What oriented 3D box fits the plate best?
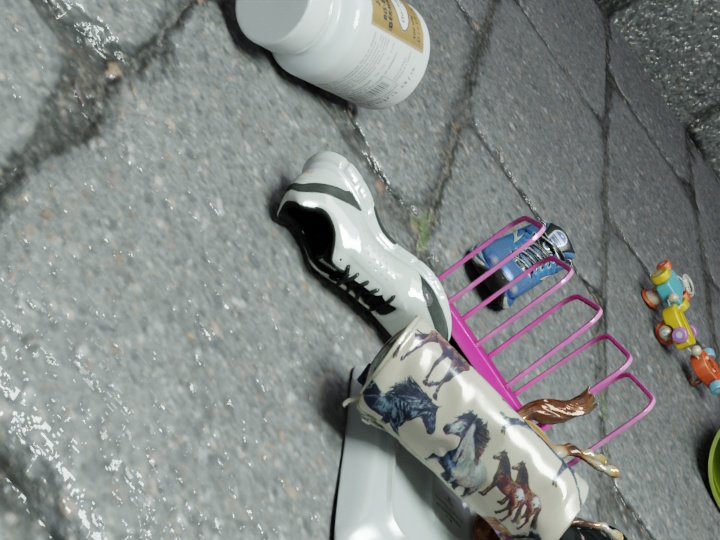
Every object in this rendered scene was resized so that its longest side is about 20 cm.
[{"bbox_3d":[0.059,0.191,0.970,0.200,0.032,0.201,46,27,-24],"label":"plate"}]

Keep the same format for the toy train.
[{"bbox_3d":[0.478,0.087,1.852,0.150,0.055,0.202,34,38,-45],"label":"toy train"}]

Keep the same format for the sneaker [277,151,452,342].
[{"bbox_3d":[0.000,0.000,1.051,0.201,0.073,0.080,52,41,-6],"label":"sneaker"}]

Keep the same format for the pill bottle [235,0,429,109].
[{"bbox_3d":[-0.026,-0.233,1.193,0.199,0.114,0.116,14,49,-57],"label":"pill bottle"}]

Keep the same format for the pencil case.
[{"bbox_3d":[0.082,0.133,0.928,0.200,0.090,0.078,44,2,2],"label":"pencil case"}]

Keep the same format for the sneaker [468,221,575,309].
[{"bbox_3d":[0.183,-0.019,1.372,0.079,0.089,0.200,57,25,0],"label":"sneaker"}]

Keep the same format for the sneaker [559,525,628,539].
[{"bbox_3d":[0.184,0.244,1.085,0.088,0.075,0.199,63,25,4],"label":"sneaker"}]

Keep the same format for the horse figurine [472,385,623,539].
[{"bbox_3d":[0.153,0.178,1.030,0.131,0.050,0.202,20,45,-10],"label":"horse figurine"}]

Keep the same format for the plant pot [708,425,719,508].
[{"bbox_3d":[0.572,0.250,1.707,0.202,0.199,0.193,58,13,1],"label":"plant pot"}]

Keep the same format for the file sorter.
[{"bbox_3d":[0.166,0.066,1.155,0.201,0.125,0.139,55,4,-8],"label":"file sorter"}]
